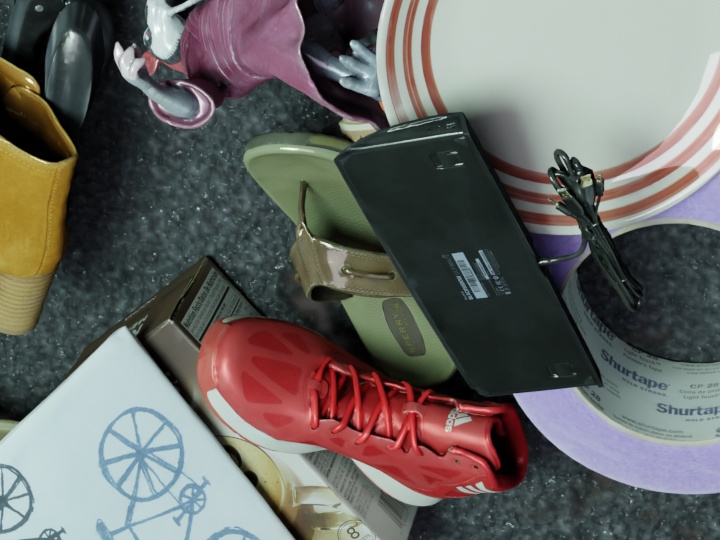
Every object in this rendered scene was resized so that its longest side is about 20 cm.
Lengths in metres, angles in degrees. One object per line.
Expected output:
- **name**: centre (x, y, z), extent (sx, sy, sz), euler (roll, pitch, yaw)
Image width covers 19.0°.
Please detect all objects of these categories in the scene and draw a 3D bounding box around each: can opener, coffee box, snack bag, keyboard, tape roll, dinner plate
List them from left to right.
- **can opener**: centre (-0.183, -0.081, 1.206), extent (0.063, 0.079, 0.201), euler (20, 131, -3)
- **snack bag**: centre (-0.144, 0.165, 1.185), extent (0.189, 0.200, 0.021), euler (53, 160, -18)
- **coffee box**: centre (-0.073, 0.107, 1.270), extent (0.113, 0.080, 0.200), euler (-36, 105, 28)
- **keyboard**: centre (0.078, -0.007, 1.071), extent (0.126, 0.021, 0.200), euler (-7, 138, 25)
- **dinner plate**: centre (0.105, -0.110, 1.036), extent (0.198, 0.024, 0.202), euler (-3, 120, -5)
- **tape roll**: centre (0.175, 0.014, 1.157), extent (0.198, 0.085, 0.201), euler (6, 120, 10)

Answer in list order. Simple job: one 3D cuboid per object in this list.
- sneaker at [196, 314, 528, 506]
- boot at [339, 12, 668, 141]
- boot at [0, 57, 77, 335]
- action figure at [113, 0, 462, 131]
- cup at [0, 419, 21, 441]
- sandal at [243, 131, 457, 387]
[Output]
- **sneaker**: centre (0.014, 0.071, 1.186), extent (0.199, 0.079, 0.115), euler (24, 158, -36)
- **boot**: centre (0.061, -0.136, 1.118), extent (0.199, 0.075, 0.108), euler (-24, 93, 29)
- **boot**: centre (-0.233, -0.070, 1.186), extent (0.201, 0.071, 0.145), euler (36, 132, 21)
- **action figure**: centre (-0.048, -0.130, 1.121), extent (0.148, 0.135, 0.199), euler (28, 159, -28)
- **cup**: centre (-0.214, 0.174, 1.249), extent (0.199, 0.201, 0.144), euler (0, 118, 14)
- **sandal**: centre (0.001, 0.001, 1.183), extent (0.079, 0.058, 0.202), euler (-7, 131, 34)
